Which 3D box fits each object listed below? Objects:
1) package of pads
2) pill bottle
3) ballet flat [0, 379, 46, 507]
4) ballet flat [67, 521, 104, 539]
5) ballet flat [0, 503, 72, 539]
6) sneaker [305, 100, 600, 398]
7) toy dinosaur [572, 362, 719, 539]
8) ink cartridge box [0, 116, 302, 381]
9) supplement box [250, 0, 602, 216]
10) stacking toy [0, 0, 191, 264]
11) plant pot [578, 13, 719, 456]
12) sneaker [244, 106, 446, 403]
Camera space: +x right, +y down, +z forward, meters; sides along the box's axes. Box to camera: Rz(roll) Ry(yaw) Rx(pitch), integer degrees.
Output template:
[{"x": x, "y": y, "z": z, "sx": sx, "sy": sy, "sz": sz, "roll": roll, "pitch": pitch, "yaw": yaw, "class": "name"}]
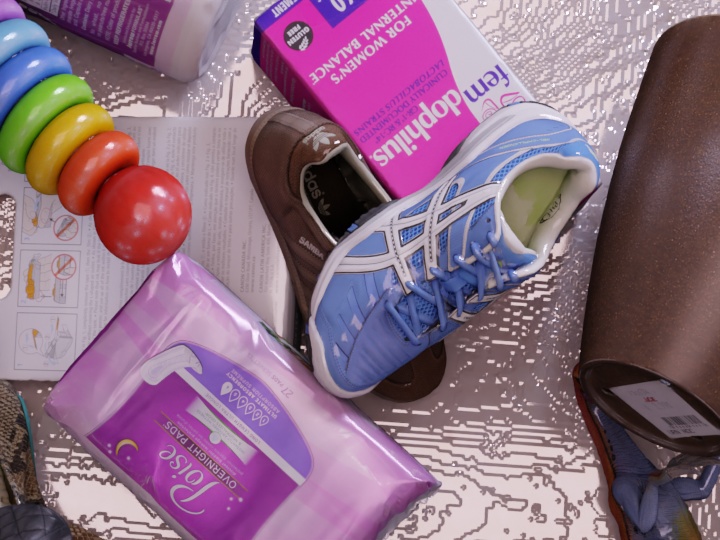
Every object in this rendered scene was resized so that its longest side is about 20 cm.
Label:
[{"x": -0.066, "y": 0.098, "z": 1.448, "sx": 0.200, "sy": 0.076, "sz": 0.121, "roll": 41, "pitch": 91, "yaw": 9, "class": "package of pads"}, {"x": -0.164, "y": -0.197, "z": 1.513, "sx": 0.199, "sy": 0.112, "sz": 0.113, "roll": 24, "pitch": 82, "yaw": 2, "class": "pill bottle"}, {"x": -0.203, "y": 0.146, "z": 1.456, "sx": 0.068, "sy": 0.075, "sz": 0.201, "roll": -46, "pitch": 55, "yaw": 33, "class": "ballet flat"}, {"x": -0.129, "y": 0.220, "z": 1.482, "sx": 0.070, "sy": 0.065, "sz": 0.200, "roll": -43, "pitch": 85, "yaw": -5, "class": "ballet flat"}, {"x": -0.242, "y": 0.177, "z": 1.393, "sx": 0.199, "sy": 0.057, "sz": 0.067, "roll": -29, "pitch": 85, "yaw": 18, "class": "ballet flat"}, {"x": 0.048, "y": -0.011, "z": 1.404, "sx": 0.200, "sy": 0.077, "sz": 0.076, "roll": -48, "pitch": 116, "yaw": -3, "class": "sneaker"}, {"x": 0.164, "y": 0.144, "z": 1.496, "sx": 0.181, "sy": 0.105, "sz": 0.200, "roll": 42, "pitch": 93, "yaw": 22, "class": "toy dinosaur"}, {"x": -0.132, "y": -0.008, "z": 1.532, "sx": 0.199, "sy": 0.050, "sz": 0.163, "roll": 1, "pitch": 83, "yaw": 12, "class": "ink cartridge box"}, {"x": 0.036, "y": -0.089, "z": 1.511, "sx": 0.101, "sy": 0.103, "sz": 0.200, "roll": -39, "pitch": 87, "yaw": -7, "class": "supplement box"}, {"x": -0.171, "y": -0.077, "z": 1.445, "sx": 0.200, "sy": 0.085, "sz": 0.085, "roll": 43, "pitch": 83, "yaw": 15, "class": "stacking toy"}, {"x": 0.205, "y": -0.005, "z": 1.441, "sx": 0.186, "sy": 0.187, "sz": 0.201, "roll": 29, "pitch": 68, "yaw": 2, "class": "plant pot"}, {"x": 0.000, "y": 0.000, "z": 1.471, "sx": 0.070, "sy": 0.075, "sz": 0.201, "roll": -39, "pitch": 116, "yaw": -17, "class": "sneaker"}]
